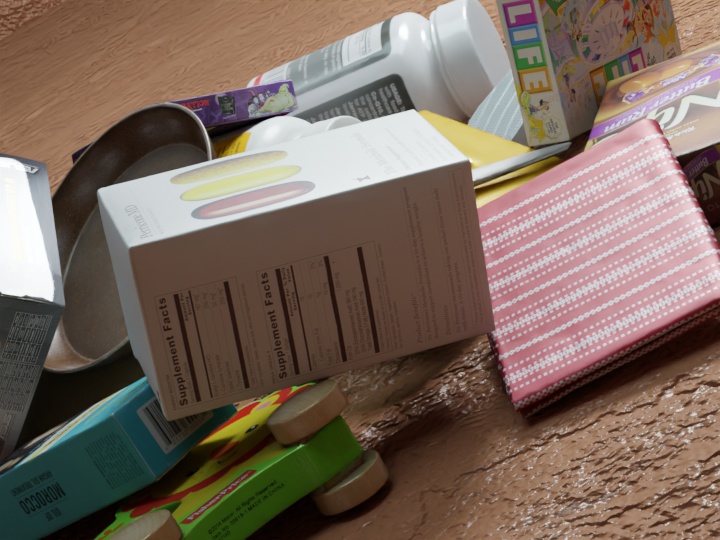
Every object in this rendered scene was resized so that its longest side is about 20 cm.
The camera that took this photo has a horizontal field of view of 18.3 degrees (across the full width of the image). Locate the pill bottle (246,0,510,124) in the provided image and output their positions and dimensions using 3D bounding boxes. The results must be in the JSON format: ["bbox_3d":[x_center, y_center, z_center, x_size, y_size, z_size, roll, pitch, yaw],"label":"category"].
[{"bbox_3d":[0.017,-0.139,1.807,0.200,0.114,0.114,-21,18,19],"label":"pill bottle"}]

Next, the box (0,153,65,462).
[{"bbox_3d":[-0.255,0.046,1.518,0.048,0.200,0.159,10,36,-20],"label":"box"}]

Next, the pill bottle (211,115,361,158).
[{"bbox_3d":[-0.080,-0.054,1.713,0.200,0.113,0.113,-15,21,35],"label":"pill bottle"}]

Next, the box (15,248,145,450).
[{"bbox_3d":[-0.168,0.057,1.524,0.200,0.021,0.164,0,66,49],"label":"box"}]

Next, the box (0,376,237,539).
[{"bbox_3d":[-0.167,0.116,1.387,0.200,0.049,0.082,-29,8,46],"label":"box"}]

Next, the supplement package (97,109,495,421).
[{"bbox_3d":[-0.038,-0.006,1.295,0.199,0.110,0.114,-15,23,-12],"label":"supplement package"}]

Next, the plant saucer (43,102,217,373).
[{"bbox_3d":[-0.158,-0.017,1.514,0.200,0.034,0.201,-30,44,34],"label":"plant saucer"}]

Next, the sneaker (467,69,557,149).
[{"bbox_3d":[0.144,-0.125,1.660,0.200,0.071,0.073,-55,28,-13],"label":"sneaker"}]

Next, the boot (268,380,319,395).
[{"bbox_3d":[0.000,0.000,1.506,0.200,0.076,0.074,-37,18,-30],"label":"boot"}]

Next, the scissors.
[{"bbox_3d":[0.052,-0.057,1.471,0.073,0.014,0.200,20,39,39],"label":"scissors"}]

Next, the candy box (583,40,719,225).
[{"bbox_3d":[0.211,-0.086,1.463,0.116,0.057,0.200,-20,21,22],"label":"candy box"}]

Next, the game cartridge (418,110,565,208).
[{"bbox_3d":[0.035,-0.041,1.492,0.200,0.033,0.176,-28,36,-35],"label":"game cartridge"}]

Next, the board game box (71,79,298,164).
[{"bbox_3d":[-0.141,-0.108,1.760,0.120,0.032,0.200,-8,-5,-26],"label":"board game box"}]

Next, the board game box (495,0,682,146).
[{"bbox_3d":[0.164,-0.178,1.588,0.034,0.135,0.200,-6,13,34],"label":"board game box"}]

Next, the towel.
[{"bbox_3d":[0.135,-0.006,1.312,0.144,0.023,0.200,-29,33,10],"label":"towel"}]

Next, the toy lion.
[{"bbox_3d":[-0.087,0.131,1.300,0.200,0.069,0.192,-37,13,-26],"label":"toy lion"}]
